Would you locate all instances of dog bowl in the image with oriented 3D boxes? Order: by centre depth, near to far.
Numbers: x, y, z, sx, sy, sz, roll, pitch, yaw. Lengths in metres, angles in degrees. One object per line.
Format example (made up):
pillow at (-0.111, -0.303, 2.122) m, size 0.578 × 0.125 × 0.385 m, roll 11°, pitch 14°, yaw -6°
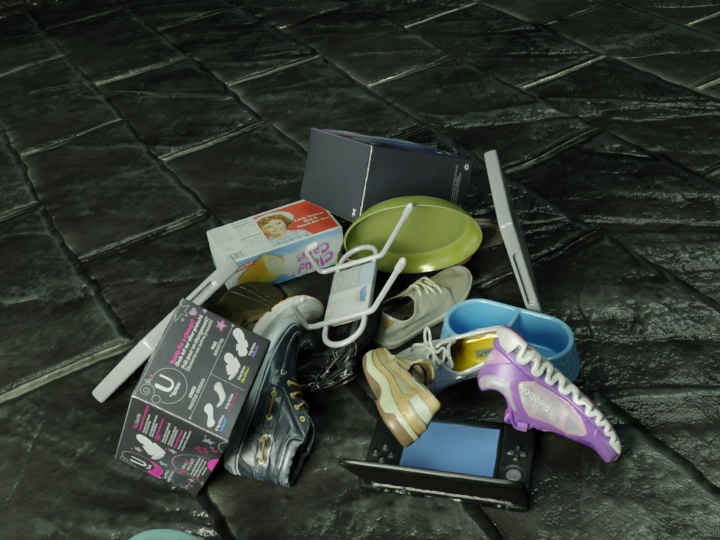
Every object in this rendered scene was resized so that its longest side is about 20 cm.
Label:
dog bowl at (0.197, 0.095, 1.146) m, size 0.197 × 0.050 × 0.112 m, roll 15°, pitch 41°, yaw 27°

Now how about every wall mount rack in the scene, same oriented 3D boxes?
wall mount rack at (0.000, 0.000, 1.113) m, size 0.171 × 0.075 × 0.202 m, roll -18°, pitch 35°, yaw 21°

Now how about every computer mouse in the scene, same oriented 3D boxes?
computer mouse at (-0.020, 0.093, 1.144) m, size 0.137 × 0.053 × 0.202 m, roll -24°, pitch 31°, yaw 42°

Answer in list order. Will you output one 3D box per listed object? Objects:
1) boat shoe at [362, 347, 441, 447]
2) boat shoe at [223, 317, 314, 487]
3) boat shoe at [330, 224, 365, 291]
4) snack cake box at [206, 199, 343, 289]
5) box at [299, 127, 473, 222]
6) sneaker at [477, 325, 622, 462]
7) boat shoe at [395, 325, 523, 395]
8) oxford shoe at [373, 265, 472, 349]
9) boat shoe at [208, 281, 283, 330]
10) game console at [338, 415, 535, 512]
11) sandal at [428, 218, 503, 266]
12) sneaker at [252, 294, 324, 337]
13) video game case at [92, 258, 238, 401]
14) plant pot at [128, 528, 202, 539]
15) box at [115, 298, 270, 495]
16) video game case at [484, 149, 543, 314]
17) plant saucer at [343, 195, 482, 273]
boat shoe at (0.055, 0.133, 1.002) m, size 0.076 × 0.072 × 0.200 m, roll -38°, pitch 21°, yaw 3°
boat shoe at (-0.090, 0.162, 1.052) m, size 0.089 × 0.071 × 0.204 m, roll 13°, pitch 70°, yaw 16°
boat shoe at (-0.008, -0.008, 1.314) m, size 0.070 × 0.062 × 0.203 m, roll 1°, pitch 36°, yaw 10°
snack cake box at (-0.135, -0.040, 1.377) m, size 0.197 × 0.068 × 0.115 m, roll -19°, pitch 35°, yaw -16°
box at (0.038, -0.145, 1.353) m, size 0.195 × 0.126 × 0.199 m, roll 1°, pitch 14°, yaw -32°
sneaker at (0.215, 0.159, 1.002) m, size 0.200 × 0.080 × 0.089 m, roll 42°, pitch 93°, yaw 4°
boat shoe at (0.108, 0.110, 1.074) m, size 0.198 × 0.086 × 0.076 m, roll -13°, pitch 62°, yaw 17°
oxford shoe at (0.092, 0.041, 1.234) m, size 0.199 × 0.059 × 0.075 m, roll -32°, pitch 41°, yaw -32°
boat shoe at (-0.178, 0.077, 1.224) m, size 0.071 × 0.067 × 0.201 m, roll 24°, pitch 27°, yaw 14°
game console at (0.094, 0.199, 0.965) m, size 0.196 × 0.118 × 0.177 m, roll 5°, pitch 37°, yaw 15°
sandal at (0.128, -0.030, 1.312) m, size 0.196 × 0.082 × 0.056 m, roll -12°, pitch 64°, yaw 10°
sneaker at (-0.118, 0.120, 1.147) m, size 0.199 × 0.076 × 0.092 m, roll -38°, pitch 59°, yaw -10°
video game case at (-0.261, 0.081, 1.147) m, size 0.199 × 0.022 × 0.183 m, roll -38°, pitch 8°, yaw 47°
plant pot at (-0.198, 0.346, 0.767) m, size 0.196 × 0.204 × 0.188 m, roll 0°, pitch 20°, yaw 9°
box at (-0.194, 0.147, 0.971) m, size 0.113 × 0.201 × 0.134 m, roll 25°, pitch 55°, yaw -7°
video game case at (0.221, -0.047, 1.225) m, size 0.022 × 0.184 × 0.202 m, roll -17°, pitch 34°, yaw 12°
plant saucer at (0.074, -0.053, 1.216) m, size 0.195 × 0.201 × 0.032 m, roll -4°, pitch 64°, yaw 4°
